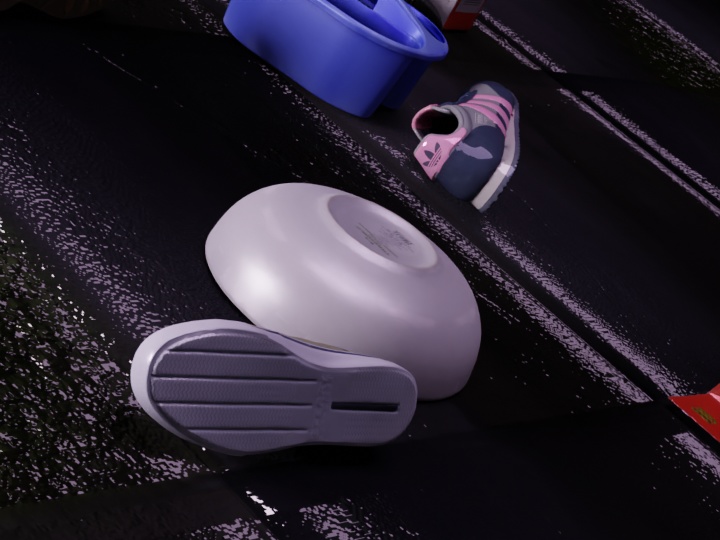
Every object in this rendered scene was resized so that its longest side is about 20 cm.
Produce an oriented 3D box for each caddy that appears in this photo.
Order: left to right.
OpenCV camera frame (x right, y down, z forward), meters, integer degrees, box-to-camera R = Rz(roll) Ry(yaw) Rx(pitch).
[{"bbox_3d":[-0.019,-0.222,1.699,0.200,0.105,0.141,36,24,13],"label":"caddy"}]

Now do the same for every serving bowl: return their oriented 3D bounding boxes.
[{"bbox_3d":[0.000,0.000,1.304,0.200,0.066,0.200,26,22,-11],"label":"serving bowl"}]

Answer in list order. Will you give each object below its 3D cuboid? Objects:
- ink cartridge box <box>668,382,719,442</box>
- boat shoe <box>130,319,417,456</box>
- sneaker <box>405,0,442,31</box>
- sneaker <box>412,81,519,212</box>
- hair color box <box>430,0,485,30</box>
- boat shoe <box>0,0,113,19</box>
[{"bbox_3d":[0.346,0.123,1.494,0.162,0.050,0.200,43,22,29],"label":"ink cartridge box"},{"bbox_3d":[-0.056,0.067,1.111,0.200,0.072,0.062,13,3,-43],"label":"boat shoe"},{"bbox_3d":[-0.013,-0.287,1.909,0.200,0.060,0.104,20,28,-15],"label":"sneaker"},{"bbox_3d":[0.084,-0.123,1.645,0.082,0.070,0.200,30,20,-12],"label":"sneaker"},{"bbox_3d":[0.054,-0.353,2.067,0.200,0.111,0.064,40,24,24],"label":"hair color box"},{"bbox_3d":[-0.252,-0.238,1.491,0.068,0.072,0.200,42,27,23],"label":"boat shoe"}]
